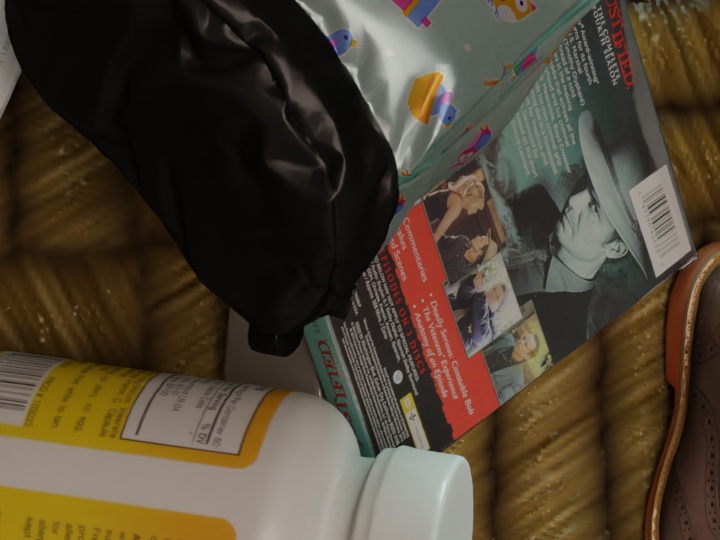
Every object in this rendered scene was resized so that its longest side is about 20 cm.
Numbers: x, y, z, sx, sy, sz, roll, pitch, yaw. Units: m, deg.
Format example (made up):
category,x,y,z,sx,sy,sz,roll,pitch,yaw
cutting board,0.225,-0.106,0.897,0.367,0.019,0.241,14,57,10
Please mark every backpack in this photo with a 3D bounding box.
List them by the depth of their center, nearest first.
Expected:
category,x,y,z,sx,sy,sz,roll,pitch,yaw
backpack,0.000,-0.092,0.813,0.167,0.126,0.200,53,50,-5

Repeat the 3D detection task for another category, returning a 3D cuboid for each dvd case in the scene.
category,x,y,z,sx,sy,sz,roll,pitch,yaw
dvd case,0.049,-0.026,0.942,0.200,0.022,0.147,-34,114,-35

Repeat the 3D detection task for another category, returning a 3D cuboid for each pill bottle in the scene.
category,x,y,z,sx,sy,sz,roll,pitch,yaw
pill bottle,-0.064,0.094,0.869,0.199,0.113,0.114,7,92,12

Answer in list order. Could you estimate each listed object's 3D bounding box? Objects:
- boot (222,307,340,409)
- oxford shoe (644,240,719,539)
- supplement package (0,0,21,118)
category,x,y,z,sx,sy,sz,roll,pitch,yaw
boot,0.000,0.000,0.951,0.090,0.073,0.201,-9,106,-35
oxford shoe,0.164,0.090,1.010,0.071,0.073,0.201,-6,96,-19
supplement package,-0.208,-0.130,0.842,0.199,0.117,0.118,25,86,-19
